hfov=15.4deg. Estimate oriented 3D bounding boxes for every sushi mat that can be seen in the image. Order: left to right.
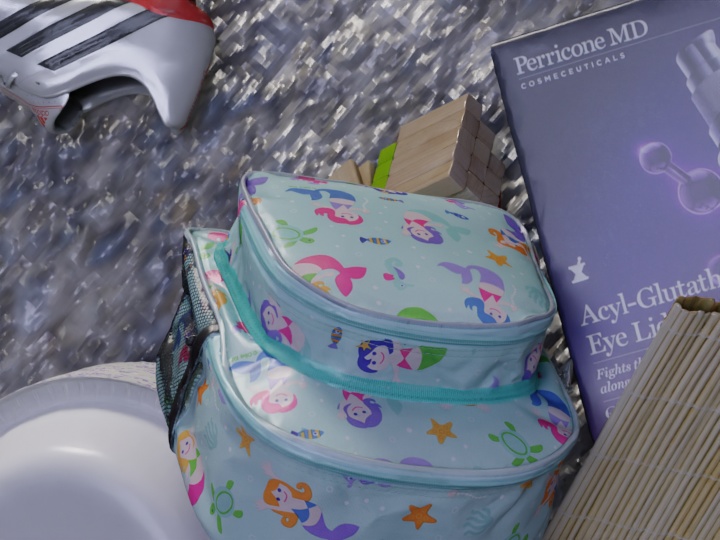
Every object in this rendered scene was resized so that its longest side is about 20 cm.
[{"bbox_3d":[0.147,0.089,1.193,0.095,0.200,0.012,12,42,-13],"label":"sushi mat"}]

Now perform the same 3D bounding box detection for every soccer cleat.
[{"bbox_3d":[-0.172,-0.114,1.360,0.200,0.069,0.085,6,81,11],"label":"soccer cleat"}]

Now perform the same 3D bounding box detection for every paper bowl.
[{"bbox_3d":[-0.122,0.147,1.277,0.200,0.104,0.201,1,94,19],"label":"paper bowl"}]

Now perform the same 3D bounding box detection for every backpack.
[{"bbox_3d":[0.006,0.054,1.177,0.177,0.200,0.151,8,123,-15],"label":"backpack"}]

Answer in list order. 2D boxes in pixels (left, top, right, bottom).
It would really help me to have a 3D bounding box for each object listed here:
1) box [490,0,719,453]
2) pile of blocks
[{"bbox_3d":[0.160,-0.027,1.241,0.148,0.104,0.200,-18,80,13],"label":"box"},{"bbox_3d":[0.000,0.000,1.312,0.200,0.082,0.062,-40,118,17],"label":"pile of blocks"}]
